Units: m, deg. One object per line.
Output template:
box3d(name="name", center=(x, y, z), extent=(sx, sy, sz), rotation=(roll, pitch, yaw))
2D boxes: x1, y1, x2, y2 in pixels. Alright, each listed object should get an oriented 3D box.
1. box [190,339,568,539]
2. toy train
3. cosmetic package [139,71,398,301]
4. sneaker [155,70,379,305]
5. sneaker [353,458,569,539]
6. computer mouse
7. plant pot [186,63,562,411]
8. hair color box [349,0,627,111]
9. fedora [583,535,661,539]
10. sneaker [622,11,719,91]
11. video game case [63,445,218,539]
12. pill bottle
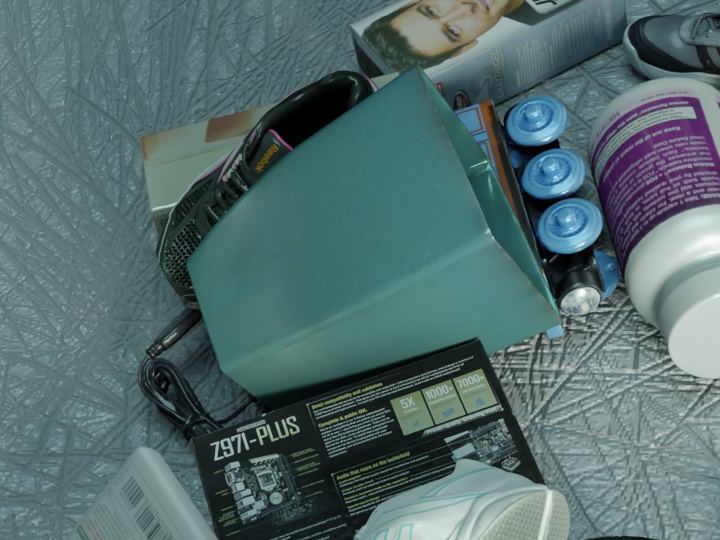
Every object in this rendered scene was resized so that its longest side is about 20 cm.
box3d(name="box", center=(0.012, 0.156, 1.125), extent=(0.198, 0.087, 0.164), rotation=(-19, 47, -5))
box3d(name="toy train", center=(0.111, -0.039, 1.296), extent=(0.113, 0.087, 0.201), rotation=(-19, 47, 8))
box3d(name="cosmetic package", center=(-0.052, -0.062, 1.339), extent=(0.198, 0.104, 0.088), rotation=(-13, 46, -1))
box3d(name="sneaker", center=(-0.066, -0.067, 1.232), extent=(0.080, 0.086, 0.200), rotation=(40, 86, 7))
box3d(name="sneaker", center=(0.020, 0.172, 1.009), extent=(0.199, 0.071, 0.080), rotation=(-28, 31, -24))
box3d(name="computer mouse", center=(-0.056, 0.053, 1.270), extent=(0.140, 0.046, 0.200), rotation=(38, 75, 29))
box3d(name="plant pot", center=(0.000, 0.000, 1.181), extent=(0.199, 0.141, 0.142), rotation=(-30, 58, 11))
box3d(name="hair color box", center=(0.103, -0.191, 1.454), extent=(0.199, 0.061, 0.099), rotation=(-28, 47, -12))
box3d(name="fedora", center=(0.141, 0.244, 1.008), extent=(0.198, 0.092, 0.202), rotation=(-9, 45, 10))
box3d(name="sneaker", center=(0.290, -0.188, 1.368), extent=(0.198, 0.114, 0.076), rotation=(16, 52, 26))
box3d(name="video game case", center=(-0.136, 0.234, 1.070), extent=(0.182, 0.023, 0.200), rotation=(-51, 48, 10))
box3d(name="pill bottle", center=(0.225, -0.028, 1.234), extent=(0.111, 0.113, 0.201), rotation=(-11, 45, 2))
